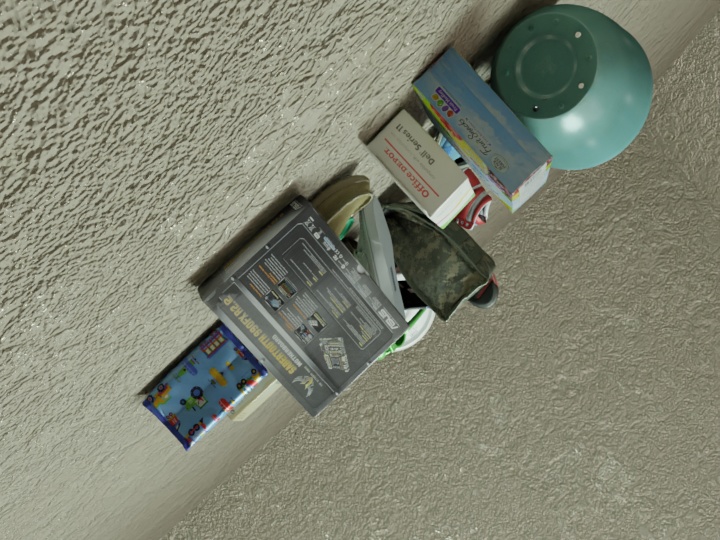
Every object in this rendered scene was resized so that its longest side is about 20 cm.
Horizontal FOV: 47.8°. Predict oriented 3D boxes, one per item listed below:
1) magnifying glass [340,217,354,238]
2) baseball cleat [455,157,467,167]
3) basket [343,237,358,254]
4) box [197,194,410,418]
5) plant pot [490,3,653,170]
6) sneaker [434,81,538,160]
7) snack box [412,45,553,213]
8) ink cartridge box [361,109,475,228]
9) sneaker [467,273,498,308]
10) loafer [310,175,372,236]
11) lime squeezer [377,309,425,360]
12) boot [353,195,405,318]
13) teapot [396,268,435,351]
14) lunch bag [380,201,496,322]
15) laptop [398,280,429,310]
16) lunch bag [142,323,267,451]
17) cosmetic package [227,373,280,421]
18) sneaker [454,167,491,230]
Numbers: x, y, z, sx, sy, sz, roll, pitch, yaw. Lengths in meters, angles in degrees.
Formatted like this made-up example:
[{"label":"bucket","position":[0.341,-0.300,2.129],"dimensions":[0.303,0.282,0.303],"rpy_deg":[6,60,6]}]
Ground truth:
[{"label":"magnifying glass","position":[-0.081,-0.007,1.147],"dimensions":[0.200,0.022,0.079],"rpy_deg":[-45,171,15]},{"label":"baseball cleat","position":[0.214,-0.224,1.238],"dimensions":[0.200,0.070,0.107],"rpy_deg":[-46,-174,16]},{"label":"basket","position":[-0.045,0.060,1.284],"dimensions":[0.200,0.136,0.180],"rpy_deg":[-48,164,10]},{"label":"box","position":[-0.060,0.043,0.921],"dimensions":[0.158,0.201,0.048],"rpy_deg":[-42,-156,-3]},{"label":"plant pot","position":[0.252,-0.238,1.020],"dimensions":[0.201,0.202,0.160],"rpy_deg":[-46,159,20]},{"label":"sneaker","position":[0.182,-0.205,1.158],"dimensions":[0.199,0.090,0.078],"rpy_deg":[-40,171,-11]},{"label":"snack box","position":[0.149,-0.159,0.972],"dimensions":[0.068,0.169,0.200],"rpy_deg":[-42,171,8]},{"label":"ink cartridge box","position":[0.075,-0.121,0.987],"dimensions":[0.067,0.117,0.200],"rpy_deg":[-44,172,7]},{"label":"sneaker","position":[0.188,-0.006,1.420],"dimensions":[0.074,0.201,0.086],"rpy_deg":[-47,140,13]},{"label":"loafer","position":[-0.056,-0.035,0.976],"dimensions":[0.199,0.068,0.076],"rpy_deg":[-41,172,-8]},{"label":"lime squeezer","position":[0.046,0.118,1.400],"dimensions":[0.198,0.038,0.071],"rpy_deg":[-29,-163,-1]},{"label":"boot","position":[0.000,0.000,1.168],"dimensions":[0.094,0.204,0.073],"rpy_deg":[-9,-174,16]},{"label":"teapot","position":[0.049,0.050,1.593],"dimensions":[0.146,0.196,0.201],"rpy_deg":[-133,-131,-64]},{"label":"lunch bag","position":[0.111,-0.037,1.284],"dimensions":[0.118,0.200,0.164],"rpy_deg":[-44,175,14]},{"label":"laptop","position":[0.035,0.090,1.418],"dimensions":[0.196,0.105,0.177],"rpy_deg":[-4,-166,-12]},{"label":"lunch bag","position":[-0.214,0.154,1.172],"dimensions":[0.150,0.094,0.200],"rpy_deg":[-43,-177,-3]},{"label":"cosmetic package","position":[-0.166,0.173,1.446],"dimensions":[0.199,0.073,0.104],"rpy_deg":[-42,171,-3]},{"label":"sneaker","position":[0.158,-0.093,1.499],"dimensions":[0.200,0.113,0.071],"rpy_deg":[-49,168,34]}]
